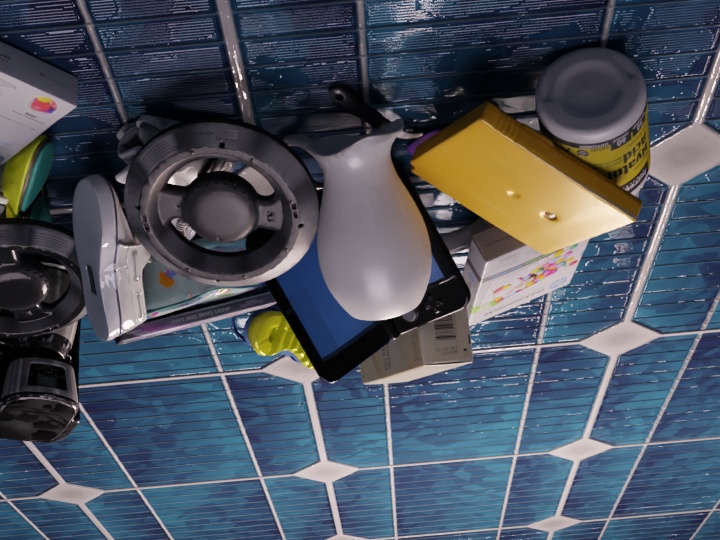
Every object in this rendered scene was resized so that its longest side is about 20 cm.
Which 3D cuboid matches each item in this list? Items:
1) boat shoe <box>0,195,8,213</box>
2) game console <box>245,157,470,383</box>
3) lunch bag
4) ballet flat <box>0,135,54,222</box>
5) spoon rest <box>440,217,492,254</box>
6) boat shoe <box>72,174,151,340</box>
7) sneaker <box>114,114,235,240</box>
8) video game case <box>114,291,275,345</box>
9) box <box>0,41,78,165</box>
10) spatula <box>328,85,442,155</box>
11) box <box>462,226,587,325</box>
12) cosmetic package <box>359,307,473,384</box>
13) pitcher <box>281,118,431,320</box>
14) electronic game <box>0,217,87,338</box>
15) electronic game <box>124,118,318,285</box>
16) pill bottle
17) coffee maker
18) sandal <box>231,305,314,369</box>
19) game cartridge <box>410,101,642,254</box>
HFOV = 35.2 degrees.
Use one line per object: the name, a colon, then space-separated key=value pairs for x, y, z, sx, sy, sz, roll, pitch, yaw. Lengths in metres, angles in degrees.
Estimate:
boat shoe: x=-0.441 y=-0.060 z=1.207 sx=0.200 sy=0.062 sz=0.073 roll=4 pitch=165 yaw=43
game console: x=0.000 y=0.000 z=1.297 sx=0.170 sy=0.118 sz=0.200 roll=-24 pitch=101 yaw=29
lunch bag: x=-0.224 y=0.014 z=1.395 sx=0.200 sy=0.077 sz=0.160 roll=-15 pitch=177 yaw=23
ballet flat: x=-0.378 y=-0.088 z=1.248 sx=0.067 sy=0.067 sz=0.200 roll=24 pitch=149 yaw=-2
spoon rest: x=0.065 y=-0.025 z=1.406 sx=0.200 sy=0.100 sz=0.061 roll=-13 pitch=171 yaw=-12
boat shoe: x=-0.260 y=-0.020 z=1.257 sx=0.086 sy=0.075 sz=0.202 roll=-23 pitch=126 yaw=-34
sneaker: x=-0.219 y=-0.100 z=1.237 sx=0.115 sy=0.075 sz=0.200 roll=13 pitch=142 yaw=-26
video game case: x=-0.206 y=0.060 z=1.422 sx=0.200 sy=0.019 sz=0.143 roll=-13 pitch=178 yaw=-15
box: x=-0.404 y=-0.161 z=1.129 sx=0.200 sy=0.041 sz=0.156 roll=-27 pitch=145 yaw=36
spatula: x=0.041 y=-0.153 z=1.231 sx=0.056 sy=0.021 sz=0.200 roll=-27 pitch=144 yaw=37
box: x=0.204 y=-0.012 z=1.417 sx=0.156 sy=0.041 sz=0.200 roll=-22 pitch=159 yaw=-12
cosmetic package: x=0.065 y=0.085 z=1.466 sx=0.073 sy=0.104 sz=0.200 roll=-2 pitch=168 yaw=-23
pitcher: x=-0.011 y=-0.055 z=1.228 sx=0.171 sy=0.200 sz=0.121 roll=4 pitch=-156 yaw=40
electronic game: x=-0.393 y=0.012 z=1.293 sx=0.200 sy=0.042 sz=0.200 roll=-8 pitch=141 yaw=-7
electronic game: x=-0.142 y=-0.066 z=1.165 sx=0.199 sy=0.042 sz=0.200 roll=2 pitch=127 yaw=2
pill bottle: x=0.250 y=-0.134 z=1.204 sx=0.111 sy=0.112 sz=0.200 roll=-11 pitch=151 yaw=11
coffee maker: x=-0.416 y=0.115 z=1.457 sx=0.134 sy=0.200 sz=0.192 roll=0 pitch=150 yaw=-8
sandal: x=-0.108 y=0.084 z=1.597 sx=0.087 sy=0.080 sz=0.200 roll=21 pitch=177 yaw=36
game cartridge: x=0.167 y=-0.093 z=1.199 sx=0.200 sy=0.032 sz=0.176 roll=32 pitch=158 yaw=-16
